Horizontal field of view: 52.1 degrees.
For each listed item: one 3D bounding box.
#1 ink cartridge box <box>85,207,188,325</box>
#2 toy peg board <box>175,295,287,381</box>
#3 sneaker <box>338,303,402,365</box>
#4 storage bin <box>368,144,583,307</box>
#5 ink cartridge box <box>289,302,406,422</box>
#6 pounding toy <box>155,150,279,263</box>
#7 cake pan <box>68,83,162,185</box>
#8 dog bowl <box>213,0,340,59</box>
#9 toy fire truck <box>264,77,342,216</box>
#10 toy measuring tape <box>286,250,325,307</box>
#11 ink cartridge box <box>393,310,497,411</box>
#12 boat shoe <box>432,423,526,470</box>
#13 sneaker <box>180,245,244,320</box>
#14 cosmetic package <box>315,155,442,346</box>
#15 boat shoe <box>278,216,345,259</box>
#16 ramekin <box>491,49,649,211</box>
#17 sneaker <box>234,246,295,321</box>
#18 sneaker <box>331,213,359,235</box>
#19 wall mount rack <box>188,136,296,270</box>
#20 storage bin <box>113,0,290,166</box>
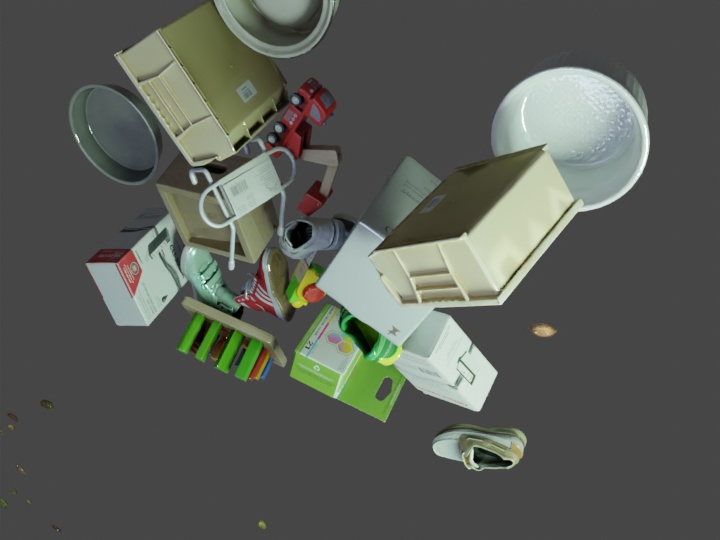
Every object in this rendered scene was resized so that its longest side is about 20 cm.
[{"bbox_3d":[-0.413,-0.011,1.426,0.083,0.201,0.146,-1,125,25],"label":"ink cartridge box"},{"bbox_3d":[-0.268,0.162,1.489,0.198,0.099,0.200,23,162,11],"label":"toy peg board"},{"bbox_3d":[0.001,0.059,1.186,0.074,0.083,0.201,-44,60,27],"label":"sneaker"},{"bbox_3d":[0.140,-0.052,0.943,0.198,0.200,0.094,-8,122,55],"label":"storage bin"},{"bbox_3d":[-0.011,0.169,1.378,0.198,0.148,0.076,24,132,9],"label":"ink cartridge box"},{"bbox_3d":[-0.259,-0.145,1.300,0.198,0.143,0.185,14,144,21],"label":"pounding toy"},{"bbox_3d":[-0.449,-0.255,1.365,0.198,0.037,0.202,15,130,18],"label":"cake pan"},{"bbox_3d":[-0.112,-0.408,1.036,0.198,0.074,0.202,15,130,19],"label":"dog bowl"},{"bbox_3d":[-0.080,-0.197,1.199,0.141,0.049,0.200,39,133,-4],"label":"toy fire truck"},{"bbox_3d":[-0.075,-0.005,1.340,0.073,0.074,0.201,32,124,2],"label":"toy measuring tape"},{"bbox_3d":[0.124,0.146,1.262,0.145,0.085,0.200,14,156,43],"label":"ink cartridge box"},{"bbox_3d":[0.223,0.349,1.443,0.198,0.069,0.075,-13,118,36],"label":"boat shoe"},{"bbox_3d":[-0.282,0.022,1.462,0.117,0.074,0.202,20,142,22],"label":"sneaker"},{"bbox_3d":[0.065,-0.032,1.143,0.166,0.201,0.167,35,134,-2],"label":"cosmetic package"},{"bbox_3d":[-0.102,-0.064,1.263,0.066,0.075,0.199,6,170,-32],"label":"boat shoe"},{"bbox_3d":[0.281,-0.189,0.972,0.198,0.098,0.202,16,131,18],"label":"ramekin"},{"bbox_3d":[-0.191,0.020,1.397,0.111,0.072,0.201,16,145,17],"label":"sneaker"},{"bbox_3d":[0.000,0.000,1.274,0.070,0.099,0.201,-19,113,40],"label":"sneaker"},{"bbox_3d":[-0.179,-0.106,1.163,0.074,0.199,0.176,2,121,47],"label":"wall mount rack"},{"bbox_3d":[-0.222,-0.289,1.103,0.093,0.201,0.200,-18,115,35],"label":"storage bin"}]
